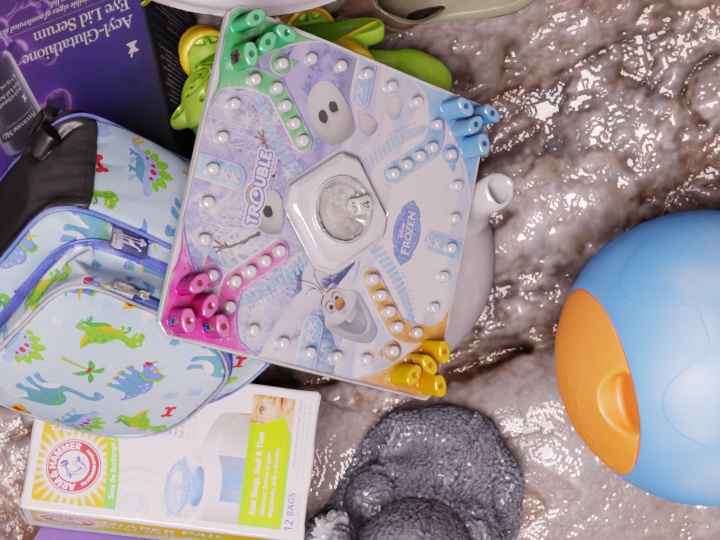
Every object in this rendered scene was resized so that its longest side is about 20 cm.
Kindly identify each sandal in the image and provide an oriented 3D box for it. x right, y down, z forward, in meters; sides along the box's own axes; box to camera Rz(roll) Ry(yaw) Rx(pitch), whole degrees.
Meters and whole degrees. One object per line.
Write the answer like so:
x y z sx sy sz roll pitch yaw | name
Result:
0.033 -0.209 0.913 0.201 0.057 0.080 -11 99 16 | sandal

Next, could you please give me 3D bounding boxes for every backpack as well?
-0.146 0.019 0.802 0.200 0.147 0.183 20 137 -33 | backpack

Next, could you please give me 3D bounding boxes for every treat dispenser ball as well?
0.234 0.059 0.854 0.201 0.201 0.201 2 102 11 | treat dispenser ball

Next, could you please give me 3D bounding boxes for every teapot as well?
0.000 0.000 0.918 0.197 0.146 0.200 14 105 9 | teapot

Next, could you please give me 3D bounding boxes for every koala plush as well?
0.039 0.205 0.923 0.177 0.200 0.184 24 105 6 | koala plush

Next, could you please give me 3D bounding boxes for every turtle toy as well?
-0.032 -0.120 0.865 0.200 0.146 0.101 -15 119 -10 | turtle toy

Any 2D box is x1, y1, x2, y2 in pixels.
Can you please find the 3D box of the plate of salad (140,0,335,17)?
-0.087 -0.225 0.879 0.200 0.200 0.048 14 133 8 | plate of salad

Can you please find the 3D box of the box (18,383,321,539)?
-0.140 0.139 0.918 0.200 0.101 0.113 9 71 -9 | box

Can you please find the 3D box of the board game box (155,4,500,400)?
-0.010 -0.037 0.763 0.200 0.026 0.200 17 80 -32 | board game box

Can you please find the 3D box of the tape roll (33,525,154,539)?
-0.217 0.281 0.990 0.085 0.200 0.200 18 104 8 | tape roll

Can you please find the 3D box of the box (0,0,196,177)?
-0.190 -0.111 0.921 0.148 0.104 0.200 -19 75 13 | box
